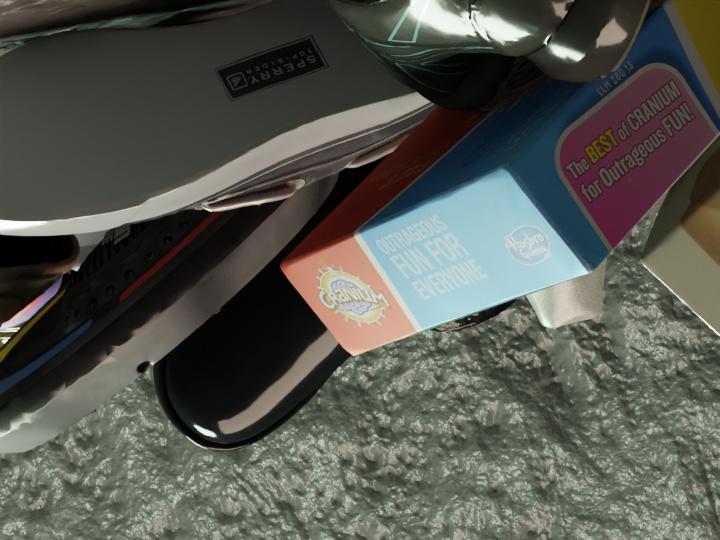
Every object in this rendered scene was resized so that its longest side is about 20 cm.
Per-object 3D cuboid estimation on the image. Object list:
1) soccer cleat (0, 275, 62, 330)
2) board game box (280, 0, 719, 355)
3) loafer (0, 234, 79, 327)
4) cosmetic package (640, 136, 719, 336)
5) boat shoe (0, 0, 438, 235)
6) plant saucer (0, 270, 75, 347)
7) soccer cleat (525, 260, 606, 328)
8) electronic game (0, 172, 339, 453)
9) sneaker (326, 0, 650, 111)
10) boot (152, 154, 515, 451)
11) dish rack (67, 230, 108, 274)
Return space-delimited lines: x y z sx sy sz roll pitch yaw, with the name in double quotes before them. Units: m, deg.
"soccer cleat" -0.190 -0.001 1.178 0.199 0.067 0.076 -8 177 44
"board game box" 0.080 -0.063 0.832 0.200 0.040 0.153 -46 -169 -27
"loafer" -0.176 -0.016 0.989 0.063 0.072 0.200 -26 163 17
"cosmetic package" 0.209 -0.062 1.051 0.200 0.071 0.105 -46 -174 30
"boat shoe" -0.053 -0.050 0.905 0.199 0.072 0.068 -21 156 -15
"plant saucer" -0.127 0.000 1.298 0.199 0.030 0.200 -9 -162 3
"soccer cleat" 0.071 -0.034 1.224 0.069 0.087 0.200 -16 -159 1
"electronic game" -0.083 0.000 1.011 0.200 0.042 0.200 -39 -171 7
"sneaker" 0.024 -0.095 0.771 0.079 0.076 0.200 16 175 -14
"boot" 0.000 0.000 1.053 0.200 0.076 0.168 -48 -167 -2
"dish rack" -0.063 -0.032 1.216 0.199 0.044 0.172 -15 -172 -15
